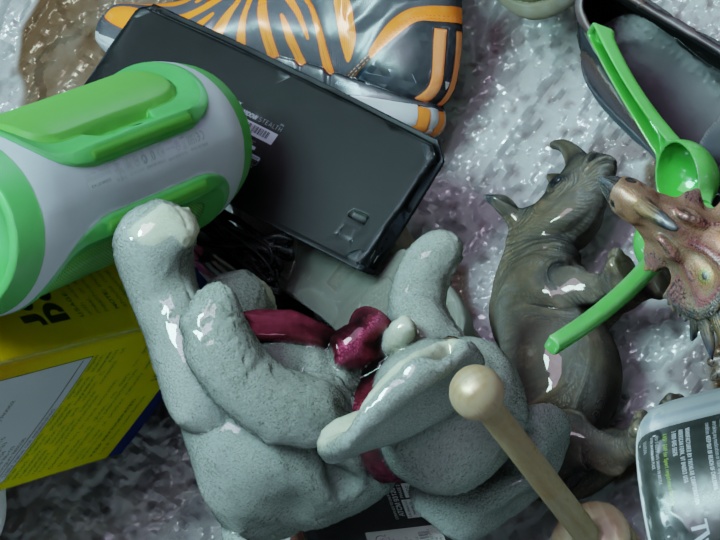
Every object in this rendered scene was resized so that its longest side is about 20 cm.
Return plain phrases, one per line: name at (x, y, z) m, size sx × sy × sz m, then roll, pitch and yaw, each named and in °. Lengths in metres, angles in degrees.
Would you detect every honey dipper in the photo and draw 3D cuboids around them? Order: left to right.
honey dipper at (0.079, 0.093, 1.180) m, size 0.038 × 0.200 × 0.038 m, roll -11°, pitch 58°, yaw 19°

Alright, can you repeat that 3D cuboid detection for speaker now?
speaker at (-0.127, -0.039, 1.242) m, size 0.088 × 0.200 × 0.089 m, roll 8°, pitch 107°, yaw 26°

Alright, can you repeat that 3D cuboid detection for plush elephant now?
plush elephant at (0.001, 0.051, 1.204) m, size 0.154 × 0.165 × 0.201 m, roll -20°, pitch 65°, yaw 9°

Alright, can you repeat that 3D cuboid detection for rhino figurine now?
rhino figurine at (0.098, 0.019, 1.300) m, size 0.087 × 0.060 × 0.201 m, roll -26°, pitch 51°, yaw 30°

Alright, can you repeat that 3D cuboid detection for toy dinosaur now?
toy dinosaur at (0.207, 0.000, 1.195) m, size 0.199 × 0.136 × 0.086 m, roll -4°, pitch 83°, yaw 10°

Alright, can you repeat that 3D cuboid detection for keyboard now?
keyboard at (-0.057, -0.052, 1.367) m, size 0.200 × 0.040 × 0.104 m, roll 28°, pitch 76°, yaw 31°

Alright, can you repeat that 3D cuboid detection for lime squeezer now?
lime squeezer at (0.130, -0.032, 1.264) m, size 0.038 × 0.070 × 0.200 m, roll -40°, pitch 28°, yaw 43°

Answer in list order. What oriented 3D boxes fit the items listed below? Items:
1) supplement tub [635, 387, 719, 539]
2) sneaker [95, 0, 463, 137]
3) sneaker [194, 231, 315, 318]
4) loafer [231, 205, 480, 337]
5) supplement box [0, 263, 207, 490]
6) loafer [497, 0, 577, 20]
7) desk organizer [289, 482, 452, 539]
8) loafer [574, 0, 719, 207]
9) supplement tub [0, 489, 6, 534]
supplement tub at (0.225, 0.092, 1.162) m, size 0.199 × 0.123 × 0.123 m, roll -15°, pitch 57°, yaw 16°
sneaker at (-0.036, -0.139, 1.428) m, size 0.199 × 0.078 × 0.113 m, roll 13°, pitch 93°, yaw 18°
sneaker at (-0.108, 0.015, 1.404) m, size 0.200 × 0.080 × 0.087 m, roll 33°, pitch 104°, yaw 32°
loafer at (0.000, 0.000, 1.362) m, size 0.072 × 0.063 × 0.200 m, roll -43°, pitch 48°, yaw 4°
supplement box at (-0.178, 0.030, 1.288) m, size 0.110 × 0.200 × 0.109 m, roll 48°, pitch 120°, yaw 18°
loafer at (0.044, -0.207, 1.396) m, size 0.076 × 0.068 × 0.200 m, roll -43°, pitch 59°, yaw -7°
desk organizer at (0.023, 0.184, 1.228) m, size 0.071 × 0.077 × 0.200 m, roll -6°, pitch 37°, yaw -15°
loafer at (0.168, -0.069, 1.319) m, size 0.072 × 0.063 × 0.200 m, roll -44°, pitch 53°, yaw -4°
supplement tub at (-0.268, 0.066, 1.393) m, size 0.140 × 0.140 × 0.200 m, roll -31°, pitch 54°, yaw 5°
